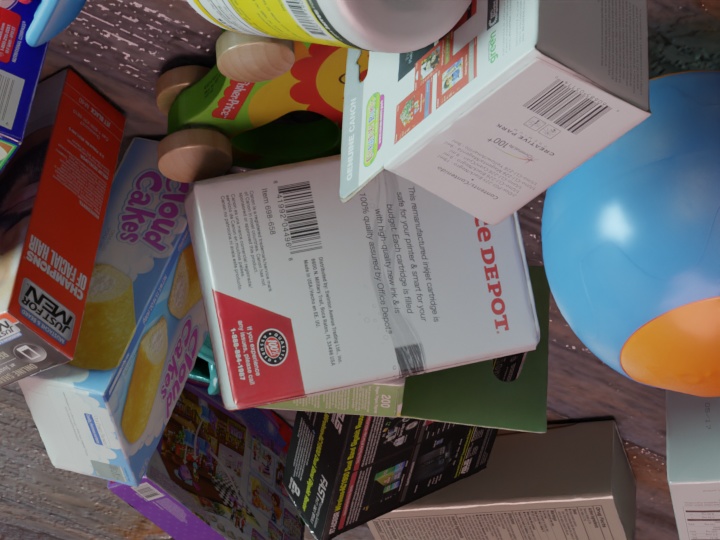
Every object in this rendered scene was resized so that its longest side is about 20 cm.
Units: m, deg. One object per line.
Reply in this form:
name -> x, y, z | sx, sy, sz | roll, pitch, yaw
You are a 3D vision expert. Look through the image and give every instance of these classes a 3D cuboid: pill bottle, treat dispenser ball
pill bottle -> -0.034, -0.182, 1.324 | 0.112, 0.113, 0.200 | 38, 165, -37
treat dispenser ball -> 0.211, -0.023, 1.494 | 0.200, 0.201, 0.201 | 3, 145, 2

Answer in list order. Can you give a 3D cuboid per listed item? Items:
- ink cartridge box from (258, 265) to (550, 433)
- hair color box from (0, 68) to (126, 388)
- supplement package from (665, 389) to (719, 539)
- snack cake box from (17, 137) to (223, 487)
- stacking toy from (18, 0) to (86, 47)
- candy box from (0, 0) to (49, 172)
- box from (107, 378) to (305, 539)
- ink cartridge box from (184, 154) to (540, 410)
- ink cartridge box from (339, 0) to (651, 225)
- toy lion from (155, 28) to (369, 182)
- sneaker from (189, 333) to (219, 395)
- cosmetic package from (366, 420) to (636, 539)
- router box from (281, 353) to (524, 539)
ink cartridge box -> 0.030, 0.032, 1.641 | 0.199, 0.146, 0.048 | 4, 143, 1
hair color box -> -0.224, -0.022, 1.550 | 0.111, 0.201, 0.064 | -22, 134, 32
supplement package -> 0.303, 0.136, 1.746 | 0.150, 0.152, 0.200 | -4, 144, 12
snack cake box -> -0.149, 0.026, 1.604 | 0.067, 0.200, 0.115 | 12, 147, 17
stacking toy -> -0.227, -0.230, 1.366 | 0.199, 0.116, 0.110 | 28, 144, -8
candy box -> -0.255, -0.102, 1.470 | 0.077, 0.170, 0.200 | 22, 141, -17
box -> -0.110, 0.148, 1.829 | 0.039, 0.137, 0.200 | -18, 138, 28
ink cartridge box -> 0.000, 0.000, 1.545 | 0.199, 0.145, 0.084 | -11, 178, -9
ink cartridge box -> 0.073, -0.138, 1.350 | 0.084, 0.201, 0.175 | 26, 140, -28
toy lion -> -0.014, -0.120, 1.512 | 0.191, 0.069, 0.200 | 7, 150, -20
sneaker -> -0.084, 0.058, 1.750 | 0.199, 0.080, 0.078 | 2, 144, 3
cosmetic package -> 0.110, 0.179, 1.899 | 0.199, 0.073, 0.104 | -5, 143, 14
router box -> 0.030, 0.100, 1.749 | 0.149, 0.062, 0.200 | -23, 151, -23
